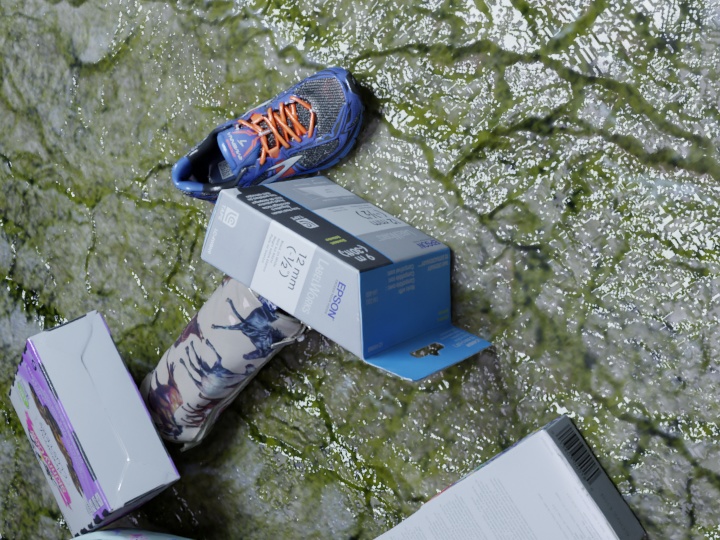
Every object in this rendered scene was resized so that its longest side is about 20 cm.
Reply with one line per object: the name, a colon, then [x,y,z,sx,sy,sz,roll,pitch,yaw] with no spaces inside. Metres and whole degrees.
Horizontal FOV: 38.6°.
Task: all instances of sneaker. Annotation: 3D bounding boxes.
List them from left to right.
sneaker: [-0.079,-0.104,0.861,0.200,0.078,0.076,-30,82,31]

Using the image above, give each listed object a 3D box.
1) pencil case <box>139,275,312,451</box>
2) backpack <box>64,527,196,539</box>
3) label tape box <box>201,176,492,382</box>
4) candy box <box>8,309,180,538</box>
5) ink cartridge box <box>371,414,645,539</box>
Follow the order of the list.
pencil case: [-0.119,0.074,0.914,0.200,0.078,0.090,-47,59,28]
backpack: [-0.197,0.318,0.953,0.199,0.127,0.168,14,76,10]
label tape box: [0.000,0.000,0.790,0.199,0.143,0.066,29,112,25]
candy box: [-0.258,0.153,0.968,0.168,0.071,0.200,62,150,8]
ink cartridge box: [0.109,0.211,0.813,0.200,0.050,0.109,-39,78,31]
